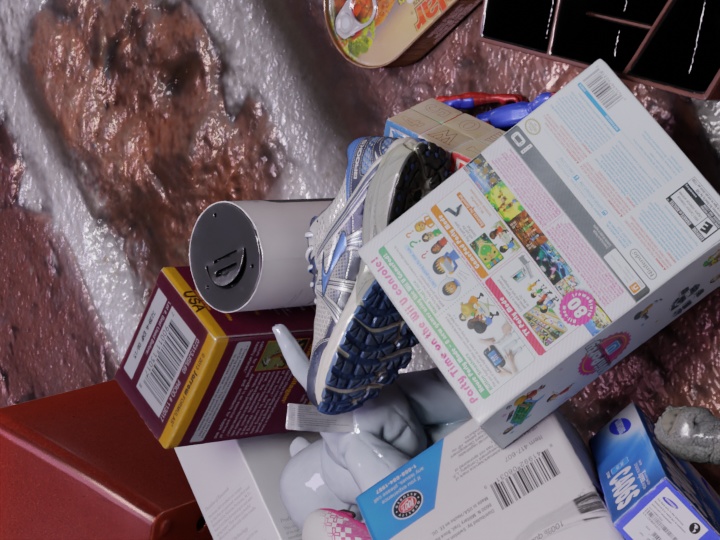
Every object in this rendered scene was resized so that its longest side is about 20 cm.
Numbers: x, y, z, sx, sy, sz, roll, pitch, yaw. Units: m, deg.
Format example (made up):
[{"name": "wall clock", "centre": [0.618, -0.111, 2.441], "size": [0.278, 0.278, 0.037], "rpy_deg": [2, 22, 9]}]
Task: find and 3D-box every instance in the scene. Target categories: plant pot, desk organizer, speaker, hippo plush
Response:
[{"name": "plant pot", "centre": [-0.211, 0.229, 1.449], "size": [0.175, 0.199, 0.202], "rpy_deg": [21, 108, 30]}, {"name": "desk organizer", "centre": [0.178, -0.165, 1.092], "size": [0.199, 0.077, 0.072], "rpy_deg": [23, 109, 42]}, {"name": "speaker", "centre": [-0.030, -0.014, 1.227], "size": [0.081, 0.199, 0.082], "rpy_deg": [4, 96, 44]}, {"name": "hippo plush", "centre": [0.006, 0.162, 1.228], "size": [0.161, 0.199, 0.160], "rpy_deg": [-56, 34, 42]}]

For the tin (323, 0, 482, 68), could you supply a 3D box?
[{"name": "tin", "centre": [0.047, -0.234, 1.249], "size": [0.200, 0.042, 0.113], "rpy_deg": [-39, 62, 40]}]

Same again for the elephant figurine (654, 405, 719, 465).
[{"name": "elephant figurine", "centre": [0.296, 0.142, 0.963], "size": [0.199, 0.141, 0.156], "rpy_deg": [-23, 62, 38]}]

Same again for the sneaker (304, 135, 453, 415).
[{"name": "sneaker", "centre": [0.000, 0.000, 1.141], "size": [0.085, 0.077, 0.201], "rpy_deg": [24, 99, 43]}]

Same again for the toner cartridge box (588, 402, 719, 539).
[{"name": "toner cartridge box", "centre": [0.192, 0.148, 1.008], "size": [0.043, 0.200, 0.095], "rpy_deg": [-41, 93, 8]}]

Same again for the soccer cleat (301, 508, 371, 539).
[{"name": "soccer cleat", "centre": [0.015, 0.246, 1.115], "size": [0.200, 0.086, 0.070], "rpy_deg": [43, 144, 23]}]

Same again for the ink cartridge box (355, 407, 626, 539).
[{"name": "ink cartridge box", "centre": [0.104, 0.194, 1.028], "size": [0.145, 0.084, 0.201], "rpy_deg": [-34, 48, 9]}]

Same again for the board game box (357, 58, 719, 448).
[{"name": "board game box", "centre": [0.121, -0.010, 1.033], "size": [0.199, 0.064, 0.148], "rpy_deg": [-37, 63, 4]}]

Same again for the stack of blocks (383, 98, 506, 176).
[{"name": "stack of blocks", "centre": [0.104, -0.025, 1.148], "size": [0.199, 0.058, 0.116], "rpy_deg": [29, 126, 27]}]

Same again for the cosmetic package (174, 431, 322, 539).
[{"name": "cosmetic package", "centre": [-0.072, 0.170, 1.350], "size": [0.081, 0.112, 0.201], "rpy_deg": [-46, 61, 37]}]

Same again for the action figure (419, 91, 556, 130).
[{"name": "action figure", "centre": [0.100, -0.099, 1.196], "size": [0.199, 0.052, 0.066], "rpy_deg": [0, 89, 39]}]

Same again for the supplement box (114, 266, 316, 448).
[{"name": "supplement box", "centre": [-0.075, 0.061, 1.279], "size": [0.086, 0.199, 0.111], "rpy_deg": [48, 124, 33]}]
